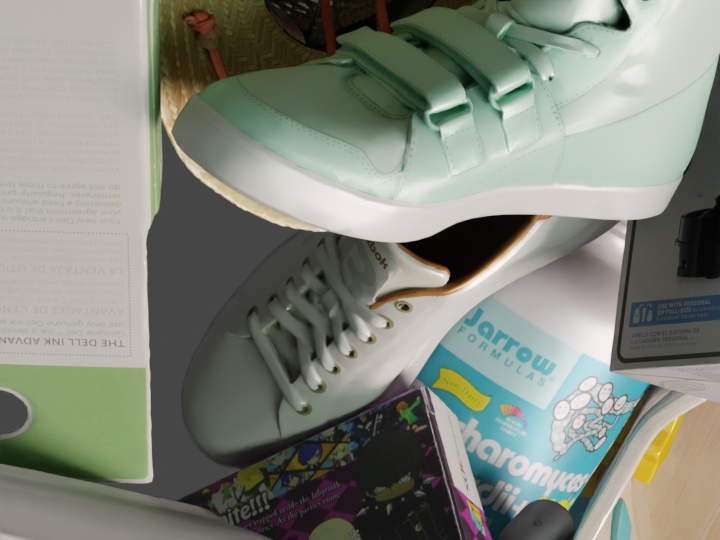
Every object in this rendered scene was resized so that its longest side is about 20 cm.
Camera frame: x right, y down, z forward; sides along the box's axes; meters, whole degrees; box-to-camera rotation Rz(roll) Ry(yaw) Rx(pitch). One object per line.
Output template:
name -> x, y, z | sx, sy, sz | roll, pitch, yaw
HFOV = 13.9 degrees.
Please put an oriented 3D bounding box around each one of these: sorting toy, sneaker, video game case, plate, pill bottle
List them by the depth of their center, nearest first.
sneaker -> 0.035, -0.076, 0.885 | 0.200, 0.074, 0.118 | -5, 124, -43
plate -> -0.138, 0.089, 0.953 | 0.199, 0.200, 0.032 | 19, 69, -49
video game case -> -0.037, 0.159, 1.025 | 0.200, 0.181, 0.036 | -26, 146, 15
sneaker -> 0.000, 0.000, 1.032 | 0.200, 0.073, 0.085 | -39, 161, 21
pill bottle -> 0.046, 0.039, 1.113 | 0.111, 0.111, 0.200 | 16, 110, -49
sorting toy -> 0.131, 0.076, 1.179 | 0.200, 0.107, 0.180 | -62, 166, 17

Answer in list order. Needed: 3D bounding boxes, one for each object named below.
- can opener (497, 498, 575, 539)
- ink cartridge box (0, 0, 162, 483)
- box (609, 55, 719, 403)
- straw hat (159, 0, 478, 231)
can opener -> 0.057, 0.165, 1.106 | 0.067, 0.053, 0.200 | -42, 156, -28
ink cartridge box -> -0.131, -0.025, 0.879 | 0.145, 0.048, 0.200 | 2, 132, 0
box -> 0.153, -0.059, 0.993 | 0.060, 0.117, 0.200 | 17, 77, -36
straw hat -> -0.005, -0.121, 0.941 | 0.201, 0.085, 0.201 | -16, 123, -26
